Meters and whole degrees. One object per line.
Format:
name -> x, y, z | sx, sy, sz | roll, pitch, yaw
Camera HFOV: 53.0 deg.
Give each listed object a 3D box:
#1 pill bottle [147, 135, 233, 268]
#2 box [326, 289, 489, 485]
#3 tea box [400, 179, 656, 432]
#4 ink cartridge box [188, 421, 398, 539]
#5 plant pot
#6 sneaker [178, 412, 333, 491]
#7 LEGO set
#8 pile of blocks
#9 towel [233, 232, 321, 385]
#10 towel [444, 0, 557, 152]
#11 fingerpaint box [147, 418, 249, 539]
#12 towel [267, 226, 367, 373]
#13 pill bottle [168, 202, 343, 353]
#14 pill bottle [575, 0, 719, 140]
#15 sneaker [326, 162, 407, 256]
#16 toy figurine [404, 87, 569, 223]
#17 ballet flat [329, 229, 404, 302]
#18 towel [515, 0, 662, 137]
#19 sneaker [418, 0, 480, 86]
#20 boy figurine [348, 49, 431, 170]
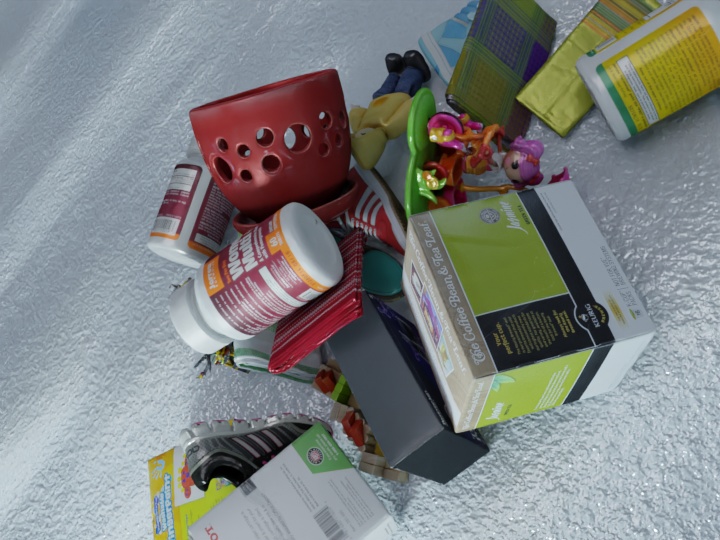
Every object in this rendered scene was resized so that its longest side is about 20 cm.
pill bottle -> -0.266, -0.113, 1.192 | 0.113, 0.114, 0.202 | 8, 75, 36
box -> 0.051, 0.138, 0.851 | 0.079, 0.141, 0.201 | -40, 54, 13
tea box -> 0.164, 0.036, 0.772 | 0.195, 0.134, 0.201 | -11, 57, -10
ink cartridge box -> -0.078, 0.305, 0.850 | 0.199, 0.085, 0.146 | -37, 60, -11
plant pot -> -0.102, -0.151, 0.947 | 0.199, 0.184, 0.201 | -15, 20, 6
sneaker -> -0.129, 0.238, 0.921 | 0.074, 0.198, 0.088 | 114, 150, -52
LEGO set -> -0.199, 0.052, 1.062 | 0.154, 0.116, 0.201 | -43, 48, 16
pile of blocks -> 0.000, 0.179, 0.918 | 0.082, 0.062, 0.200 | -46, 52, 9
towel -> -0.109, 0.047, 0.994 | 0.031, 0.149, 0.202 | -23, 58, 37
towel -> 0.184, -0.270, 0.939 | 0.023, 0.143, 0.202 | 4, 72, 55
fingerpaint box -> -0.200, 0.331, 0.981 | 0.166, 0.073, 0.201 | -29, 56, 20
towel -> -0.049, 0.033, 0.890 | 0.144, 0.022, 0.200 | -38, 21, 19
pill bottle -> -0.127, 0.014, 0.864 | 0.199, 0.109, 0.110 | -32, 56, 19
pill bottle -> 0.360, -0.246, 0.824 | 0.199, 0.113, 0.114 | -30, 56, 20
sneaker -> 0.007, -0.063, 1.012 | 0.112, 0.071, 0.201 | -38, 46, 10
toy figurine -> 0.162, -0.122, 0.879 | 0.183, 0.201, 0.151 | 10, 45, 24
ballet flat -> 0.000, 0.000, 0.992 | 0.200, 0.072, 0.072 | 30, 88, 38
towel -> 0.295, -0.271, 0.920 | 0.086, 0.018, 0.200 | 43, 97, 14
sneaker -> 0.170, -0.301, 1.000 | 0.130, 0.079, 0.201 | -38, 55, 17
boy figurine -> 0.029, -0.229, 1.042 | 0.123, 0.065, 0.201 | 6, 54, 36
